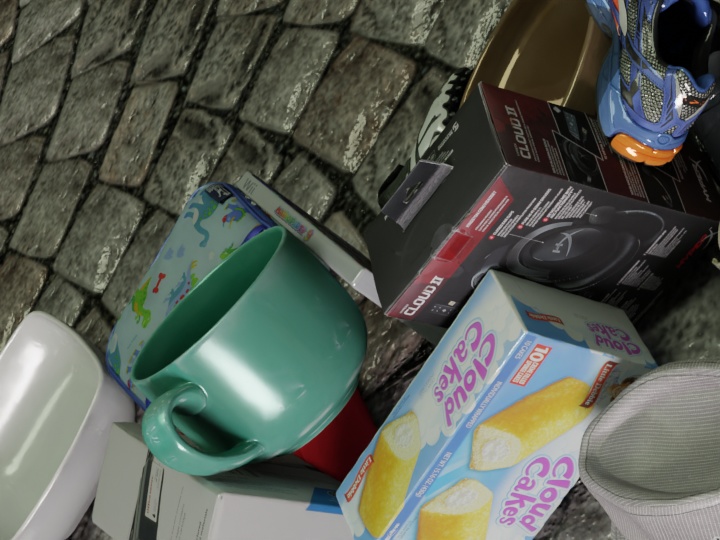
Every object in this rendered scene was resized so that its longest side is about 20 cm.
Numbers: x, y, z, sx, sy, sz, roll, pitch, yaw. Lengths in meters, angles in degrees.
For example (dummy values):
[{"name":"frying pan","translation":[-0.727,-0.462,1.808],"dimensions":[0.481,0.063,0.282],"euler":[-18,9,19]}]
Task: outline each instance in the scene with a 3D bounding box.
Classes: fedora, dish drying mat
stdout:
[{"name":"fedora","translation":[0.200,0.115,1.122],"dimensions":[0.200,0.090,0.178],"euler":[-7,61,49]},{"name":"dish drying mat","translation":[-0.014,0.143,1.425],"dimensions":[0.077,0.018,0.200],"euler":[-48,37,17]}]

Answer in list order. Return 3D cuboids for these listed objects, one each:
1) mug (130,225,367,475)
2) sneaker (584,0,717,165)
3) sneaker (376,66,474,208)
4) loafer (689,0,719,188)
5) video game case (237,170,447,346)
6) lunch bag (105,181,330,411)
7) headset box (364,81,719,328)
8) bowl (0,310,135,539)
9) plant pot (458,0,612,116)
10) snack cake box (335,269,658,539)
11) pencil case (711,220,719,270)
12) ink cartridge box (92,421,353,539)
[{"name":"mug","translation":[-0.079,0.073,1.324],"dimensions":[0.185,0.114,0.152],"euler":[-48,15,-15]},{"name":"sneaker","translation":[0.191,-0.167,1.197],"dimensions":[0.078,0.075,0.201],"euler":[-42,47,50]},{"name":"sneaker","translation":[0.053,-0.072,1.436],"dimensions":[0.090,0.066,0.201],"euler":[-25,40,38]},{"name":"loafer","translation":[0.238,-0.112,1.249],"dimensions":[0.068,0.070,0.201],"euler":[-40,40,26]},{"name":"video game case","translation":[0.000,0.000,1.399],"dimensions":[0.018,0.143,0.200],"euler":[-53,36,2]},{"name":"lunch bag","translation":[-0.121,0.034,1.580],"dimensions":[0.200,0.082,0.161],"euler":[-56,39,8]},{"name":"headset box","translation":[0.110,-0.028,1.209],"dimensions":[0.149,0.199,0.077],"euler":[-53,37,37]},{"name":"bowl","translation":[-0.282,0.153,1.698],"dimensions":[0.200,0.075,0.200],"euler":[-59,35,2]},{"name":"plant pot","translation":[0.148,-0.115,1.322],"dimensions":[0.201,0.092,0.201],"euler":[-54,21,33]},{"name":"snack cake box","translation":[0.086,0.105,1.218],"dimensions":[0.200,0.115,0.067],"euler":[-57,34,24]},{"name":"pencil case","translation":[0.297,-0.003,1.097],"dimensions":[0.089,0.078,0.200],"euler":[-46,34,-13]},{"name":"ink cartridge box","translation":[-0.088,0.178,1.361],"dimensions":[0.200,0.144,0.085],"euler":[21,98,60]}]
